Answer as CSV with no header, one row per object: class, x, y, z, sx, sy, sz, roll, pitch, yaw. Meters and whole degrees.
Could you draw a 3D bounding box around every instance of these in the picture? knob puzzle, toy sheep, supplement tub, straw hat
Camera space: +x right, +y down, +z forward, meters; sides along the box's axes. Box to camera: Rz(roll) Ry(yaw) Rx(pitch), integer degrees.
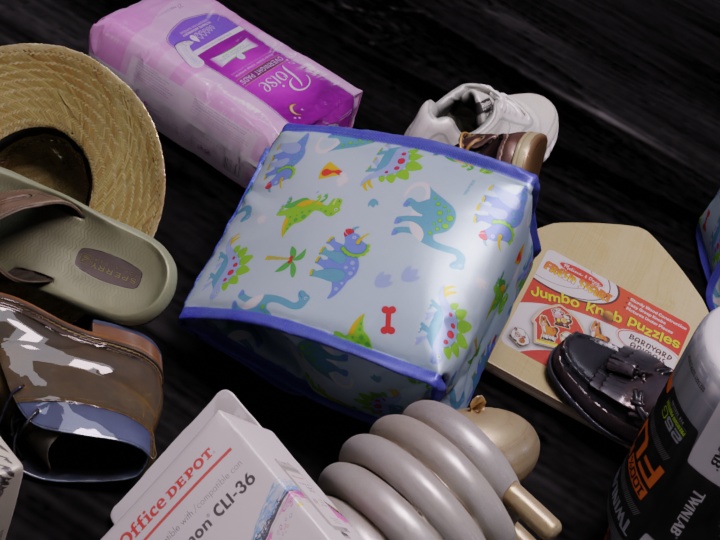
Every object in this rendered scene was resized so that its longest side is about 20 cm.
knob puzzle,0.182,0.040,1.288,0.218,0.031,0.221,9,50,-11
toy sheep,0.031,0.155,1.014,0.200,0.138,0.138,-39,65,-24
supplement tub,0.234,0.128,1.080,0.122,0.201,0.123,13,37,-10
straw hat,-0.223,-0.049,1.158,0.200,0.202,0.085,26,-4,6

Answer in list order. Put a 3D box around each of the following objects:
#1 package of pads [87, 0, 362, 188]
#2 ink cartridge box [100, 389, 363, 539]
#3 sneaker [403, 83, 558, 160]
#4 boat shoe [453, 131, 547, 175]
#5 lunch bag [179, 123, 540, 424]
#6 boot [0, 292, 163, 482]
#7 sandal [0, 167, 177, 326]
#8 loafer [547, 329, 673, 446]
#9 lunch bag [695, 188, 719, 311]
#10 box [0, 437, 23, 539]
package of pads,-0.111,-0.146,1.354,0.199,0.076,0.120,34,41,16
ink cartridge box,-0.069,0.164,0.949,0.200,0.117,0.067,46,6,29
sneaker,0.107,-0.121,1.425,0.075,0.081,0.200,39,39,25
boat shoe,0.094,-0.066,1.245,0.072,0.073,0.200,13,-1,3
lunch bag,0.000,0.000,1.138,0.199,0.128,0.171,20,63,16
boot,-0.213,0.072,1.037,0.199,0.075,0.097,8,36,-20
sandal,-0.213,-0.022,1.082,0.200,0.080,0.057,15,-5,5
loafer,0.225,0.101,1.192,0.200,0.063,0.072,37,51,12
lunch bag,0.358,-0.025,1.354,0.127,0.171,0.201,11,40,-14
box,-0.286,0.141,0.913,0.199,0.082,0.068,-22,55,-40
